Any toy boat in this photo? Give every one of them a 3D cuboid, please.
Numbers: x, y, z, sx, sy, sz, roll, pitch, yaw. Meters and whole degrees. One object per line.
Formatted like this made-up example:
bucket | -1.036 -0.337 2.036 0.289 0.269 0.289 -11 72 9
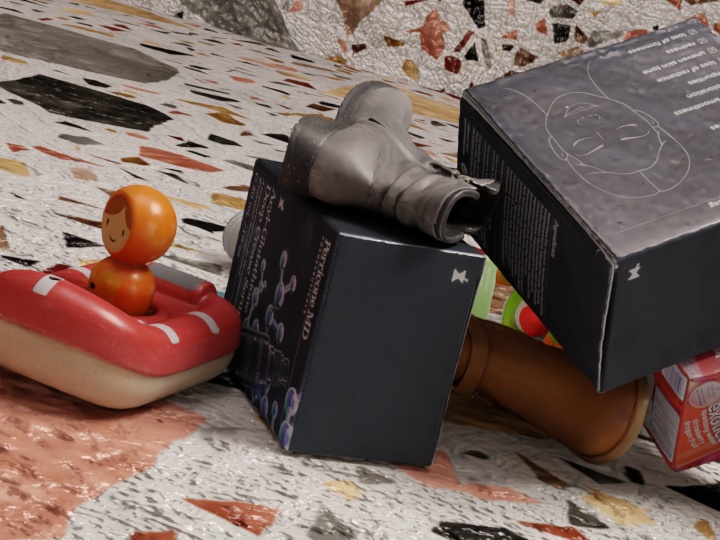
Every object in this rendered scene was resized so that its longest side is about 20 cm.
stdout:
toy boat | -0.155 0.008 1.027 0.130 0.131 0.200 19 14 19

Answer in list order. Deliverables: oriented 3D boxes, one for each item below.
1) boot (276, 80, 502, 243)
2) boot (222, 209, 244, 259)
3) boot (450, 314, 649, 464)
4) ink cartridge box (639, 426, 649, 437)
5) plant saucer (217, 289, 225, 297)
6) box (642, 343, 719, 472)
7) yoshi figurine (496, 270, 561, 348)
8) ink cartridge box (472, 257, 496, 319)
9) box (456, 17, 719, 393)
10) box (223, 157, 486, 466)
boot | 0.035 -0.066 1.064 0.131 0.070 0.200 21 25 12
boot | -0.019 -0.011 1.421 0.200 0.074 0.096 -1 25 -25
boot | 0.104 0.067 1.124 0.155 0.077 0.200 24 4 -20
ink cartridge box | 0.295 0.087 1.296 0.146 0.083 0.200 16 13 11
plant saucer | -0.043 0.044 1.252 0.200 0.019 0.070 11 14 -21
box | 0.228 0.033 1.145 0.095 0.100 0.200 -14 44 -13
yoshi figurine | 0.194 0.014 1.390 0.112 0.112 0.200 3 11 -19
ink cartridge box | 0.000 0.000 1.304 0.199 0.068 0.117 11 3 -12
box | 0.197 -0.051 1.072 0.200 0.124 0.197 -18 44 -18
box | -0.014 0.024 1.079 0.107 0.149 0.200 9 14 -22
